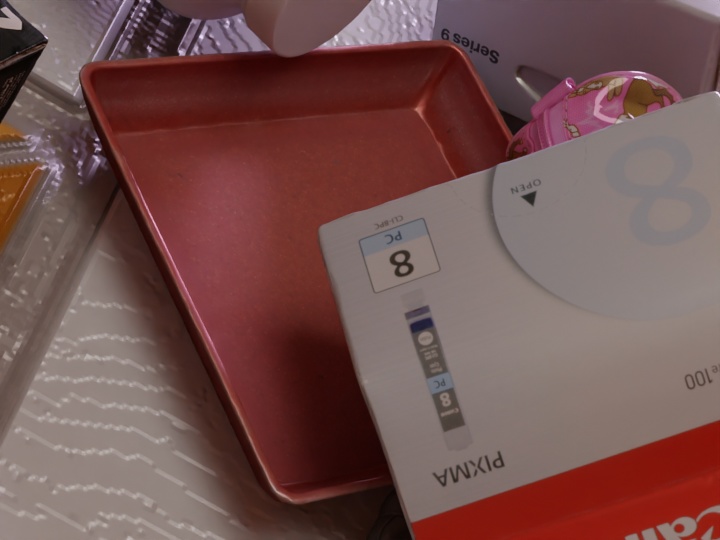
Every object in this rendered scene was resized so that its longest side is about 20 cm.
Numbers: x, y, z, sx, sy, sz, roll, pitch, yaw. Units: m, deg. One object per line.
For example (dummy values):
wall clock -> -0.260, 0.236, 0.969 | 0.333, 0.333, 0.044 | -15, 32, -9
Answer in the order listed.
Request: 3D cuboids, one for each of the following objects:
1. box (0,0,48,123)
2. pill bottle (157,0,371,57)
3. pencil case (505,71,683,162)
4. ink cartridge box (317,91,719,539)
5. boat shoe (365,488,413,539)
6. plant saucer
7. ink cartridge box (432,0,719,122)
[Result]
box -> -0.199, -0.056, 0.708 | 0.160, 0.200, 0.049 | 48, 42, 8
pill bottle -> -0.074, -0.181, 0.948 | 0.200, 0.111, 0.111 | 47, 44, 16
pencil case -> 0.115, 0.018, 0.898 | 0.082, 0.087, 0.201 | -11, 57, -3
ink cartridge box -> 0.084, 0.044, 0.804 | 0.159, 0.047, 0.201 | -18, 52, 1
boat shoe -> 0.093, 0.132, 0.852 | 0.199, 0.067, 0.057 | 21, 51, -14
plant saucer -> 0.000, 0.000, 0.917 | 0.199, 0.037, 0.200 | -8, 61, -37
ink cartridge box -> 0.146, -0.132, 1.053 | 0.145, 0.084, 0.200 | 25, 37, 26
